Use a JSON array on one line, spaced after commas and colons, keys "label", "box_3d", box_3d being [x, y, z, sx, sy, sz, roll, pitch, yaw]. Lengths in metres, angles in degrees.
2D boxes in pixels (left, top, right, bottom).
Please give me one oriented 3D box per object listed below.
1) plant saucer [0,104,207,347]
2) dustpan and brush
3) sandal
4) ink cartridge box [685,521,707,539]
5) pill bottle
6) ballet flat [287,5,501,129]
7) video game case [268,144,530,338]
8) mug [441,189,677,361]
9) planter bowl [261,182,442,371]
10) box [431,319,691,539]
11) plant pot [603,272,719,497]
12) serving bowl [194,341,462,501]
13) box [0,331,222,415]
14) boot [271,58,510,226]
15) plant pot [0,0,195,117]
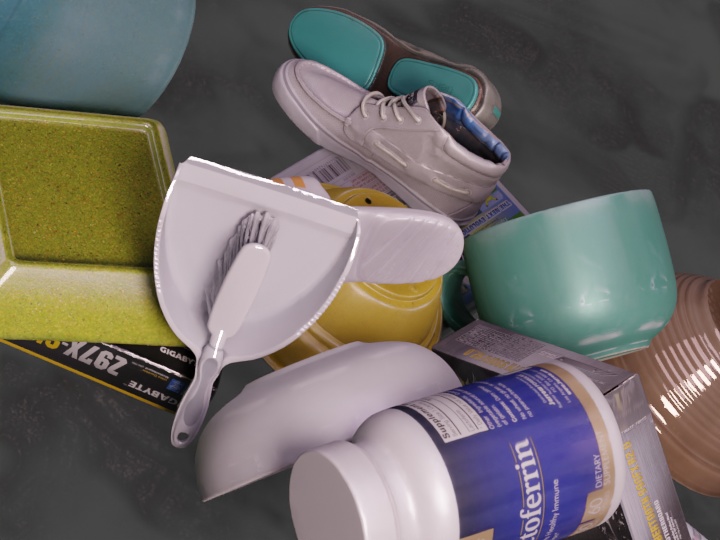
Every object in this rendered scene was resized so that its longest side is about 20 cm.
[{"label": "plant saucer", "box_3d": [-0.205, -0.044, 1.693, 0.200, 0.048, 0.200, 4, 54, -29]}, {"label": "dustpan and brush", "box_3d": [-0.094, 0.034, 1.652, 0.139, 0.200, 0.057, 17, 30, -14]}, {"label": "sandal", "box_3d": [-0.031, -0.029, 1.689, 0.206, 0.079, 0.059, 4, 34, -7]}, {"label": "ink cartridge box", "box_3d": [0.280, 0.247, 1.742, 0.162, 0.200, 0.057, 41, 86, -1]}, {"label": "pill bottle", "box_3d": [0.062, 0.136, 1.528, 0.200, 0.116, 0.116, -15, 65, -29]}, {"label": "ballet flat", "box_3d": [0.028, -0.161, 1.966, 0.200, 0.068, 0.064, 25, -1, 26]}, {"label": "video game case", "box_3d": [0.044, -0.041, 1.924, 0.182, 0.022, 0.200, 48, 46, 9]}, {"label": "mug", "box_3d": [0.157, 0.017, 1.802, 0.152, 0.185, 0.115, -13, 84, -18]}, {"label": "planter bowl", "box_3d": [0.000, 0.000, 1.774, 0.200, 0.083, 0.201, 22, 47, -26]}, {"label": "box", "box_3d": [0.143, 0.130, 1.680, 0.048, 0.200, 0.159, -30, 114, -23]}, {"label": "plant pot", "box_3d": [0.278, 0.073, 1.894, 0.201, 0.093, 0.201, 32, 37, -29]}, {"label": "serving bowl", "box_3d": [-0.029, 0.095, 1.646, 0.200, 0.200, 0.066, -17, 84, -39]}, {"label": "box", "box_3d": [-0.186, 0.004, 1.733, 0.200, 0.049, 0.160, 24, 45, -14]}, {"label": "boot", "box_3d": [0.029, -0.124, 1.896, 0.200, 0.096, 0.074, 35, 45, -3]}, {"label": "plant pot", "box_3d": [-0.235, -0.201, 1.772, 0.188, 0.200, 0.200, 24, 46, -32]}]
